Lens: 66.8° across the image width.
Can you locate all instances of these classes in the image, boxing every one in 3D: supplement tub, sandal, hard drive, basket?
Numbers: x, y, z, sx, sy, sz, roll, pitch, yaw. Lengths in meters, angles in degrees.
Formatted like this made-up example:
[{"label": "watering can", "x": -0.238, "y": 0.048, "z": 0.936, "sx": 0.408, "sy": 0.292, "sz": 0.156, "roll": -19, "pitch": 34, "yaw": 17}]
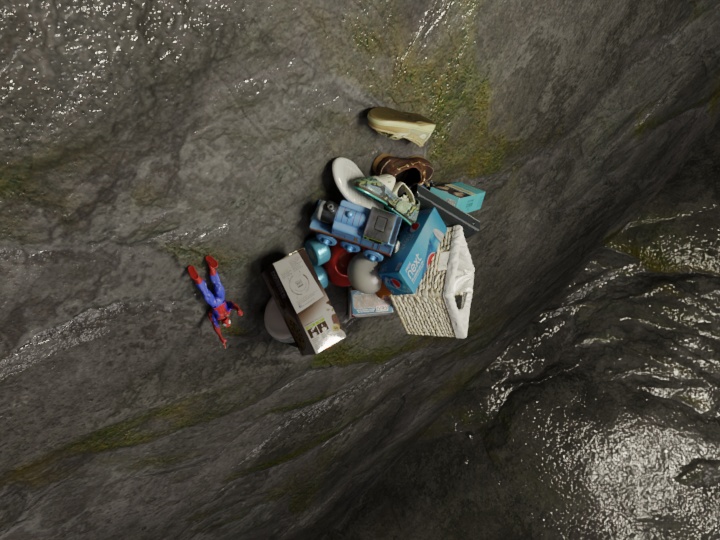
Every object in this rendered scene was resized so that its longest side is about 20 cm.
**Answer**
[{"label": "supplement tub", "x": -0.132, "y": 0.125, "z": 1.304, "sx": 0.123, "sy": 0.123, "sz": 0.200, "roll": -45, "pitch": 151, "yaw": 3}, {"label": "sandal", "x": -0.012, "y": -0.166, "z": 1.153, "sx": 0.049, "sy": 0.084, "sz": 0.202, "roll": -9, "pitch": 157, "yaw": 29}, {"label": "hard drive", "x": 0.164, "y": -0.119, "z": 1.291, "sx": 0.198, "sy": 0.033, "sz": 0.139, "roll": 25, "pitch": 146, "yaw": -27}, {"label": "basket", "x": 0.175, "y": 0.031, "z": 1.305, "sx": 0.201, "sy": 0.158, "sz": 0.201, "roll": 60, "pitch": 37, "yaw": -48}]

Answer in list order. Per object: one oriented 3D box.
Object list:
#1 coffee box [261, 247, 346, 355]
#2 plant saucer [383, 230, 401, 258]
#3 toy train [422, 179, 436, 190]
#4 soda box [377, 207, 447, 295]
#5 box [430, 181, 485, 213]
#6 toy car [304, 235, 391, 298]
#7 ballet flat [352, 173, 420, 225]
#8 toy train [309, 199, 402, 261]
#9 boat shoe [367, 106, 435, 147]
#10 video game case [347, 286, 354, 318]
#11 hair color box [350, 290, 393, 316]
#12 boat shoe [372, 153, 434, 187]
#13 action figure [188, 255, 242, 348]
[{"label": "coffee box", "x": -0.121, "y": 0.069, "z": 1.140, "sx": 0.079, "sy": 0.203, "sz": 0.113, "roll": -26, "pitch": -178, "yaw": -24}, {"label": "plant saucer", "x": 0.081, "y": -0.055, "z": 1.356, "sx": 0.069, "sy": 0.019, "sz": 0.203, "roll": 22, "pitch": 96, "yaw": -29}, {"label": "toy train", "x": 0.174, "y": -0.174, "z": 1.407, "sx": 0.045, "sy": 0.034, "sz": 0.201, "roll": -29, "pitch": 149, "yaw": -6}, {"label": "soda box", "x": 0.116, "y": -0.043, "z": 1.181, "sx": 0.068, "sy": 0.063, "sz": 0.201, "roll": 52, "pitch": 52, "yaw": -29}, {"label": "box", "x": 0.244, "y": -0.183, "z": 1.386, "sx": 0.199, "sy": 0.081, "sz": 0.050, "roll": -21, "pitch": 132, "yaw": -57}, {"label": "toy car", "x": 0.000, "y": 0.000, "z": 1.232, "sx": 0.182, "sy": 0.200, "sz": 0.179, "roll": -27, "pitch": 147, "yaw": -27}, {"label": "ballet flat", "x": 0.060, "y": -0.162, "z": 1.137, "sx": 0.075, "sy": 0.074, "sz": 0.199, "roll": -50, "pitch": 141, "yaw": 11}, {"label": "toy train", "x": -0.010, "y": -0.089, "z": 1.122, "sx": 0.115, "sy": 0.197, "sz": 0.088, "roll": 105, "pitch": 5, "yaw": -68}, {"label": "boat shoe", "x": 0.080, "y": -0.285, "z": 1.106, "sx": 0.199, "sy": 0.073, "sz": 0.064, "roll": -16, "pitch": 137, "yaw": -53}, {"label": "video game case", "x": 0.059, "y": 0.059, "z": 1.519, "sx": 0.197, "sy": 0.018, "sz": 0.144, "roll": -17, "pitch": 143, "yaw": -16}, {"label": "hair color box", "x": 0.031, "y": 0.082, "z": 1.365, "sx": 0.098, "sy": 0.062, "sz": 0.200, "roll": -5, "pitch": 174, "yaw": 1}, {"label": "boat shoe", "x": 0.110, "y": -0.217, "z": 1.231, "sx": 0.198, "sy": 0.070, "sz": 0.071, "roll": -11, "pitch": 131, "yaw": -48}, {"label": "action figure", "x": -0.276, "y": 0.072, "z": 1.083, "sx": 0.065, "sy": 0.099, "sz": 0.201, "roll": -31, "pitch": 151, "yaw": -19}]
